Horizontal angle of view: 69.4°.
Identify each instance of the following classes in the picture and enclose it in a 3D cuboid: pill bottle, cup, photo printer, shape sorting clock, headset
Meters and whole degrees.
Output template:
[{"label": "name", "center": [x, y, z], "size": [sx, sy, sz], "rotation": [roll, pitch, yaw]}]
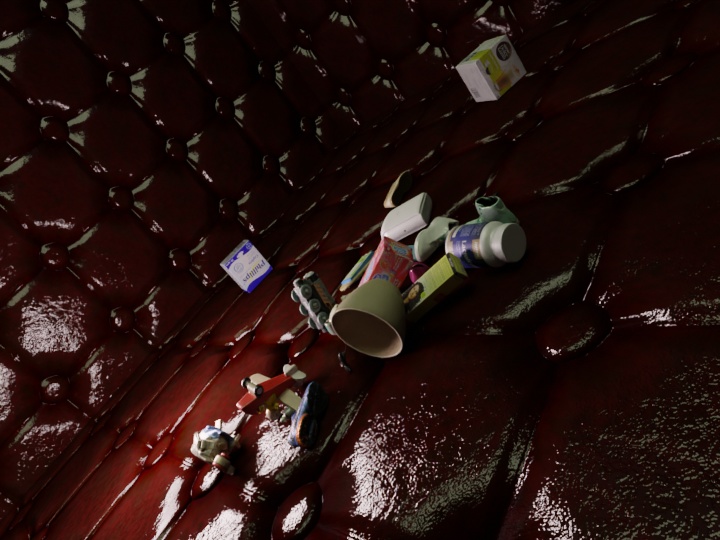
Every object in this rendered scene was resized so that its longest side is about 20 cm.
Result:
[{"label": "pill bottle", "center": [0.322, -0.066, 1.344], "size": [0.116, 0.116, 0.199], "rotation": [-49, 23, -23]}, {"label": "cup", "center": [0.039, 0.109, 1.357], "size": [0.198, 0.200, 0.145], "rotation": [-18, 35, 44]}, {"label": "photo printer", "center": [0.163, -0.187, 1.907], "size": [0.198, 0.070, 0.168], "rotation": [-27, 26, 32]}, {"label": "shape sorting clock", "center": [0.000, 0.000, 1.838], "size": [0.201, 0.039, 0.200], "rotation": [-49, 7, 8]}, {"label": "headset", "center": [0.006, 0.195, 1.475], "size": [0.122, 0.095, 0.199], "rotation": [-15, 18, 48]}]

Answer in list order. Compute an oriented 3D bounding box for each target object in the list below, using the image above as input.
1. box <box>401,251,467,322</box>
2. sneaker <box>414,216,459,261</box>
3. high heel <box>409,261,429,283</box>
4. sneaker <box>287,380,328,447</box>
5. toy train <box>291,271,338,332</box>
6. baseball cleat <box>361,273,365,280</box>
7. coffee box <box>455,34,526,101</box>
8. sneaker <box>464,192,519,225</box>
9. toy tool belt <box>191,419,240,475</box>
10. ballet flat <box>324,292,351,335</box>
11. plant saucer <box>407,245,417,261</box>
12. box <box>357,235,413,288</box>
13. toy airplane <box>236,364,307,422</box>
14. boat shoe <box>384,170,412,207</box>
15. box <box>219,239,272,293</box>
[{"label": "box", "center": [0.186, 0.047, 1.366], "size": [0.200, 0.050, 0.076], "rotation": [-45, 40, 26]}, {"label": "sneaker", "center": [0.241, -0.104, 1.623], "size": [0.087, 0.076, 0.201], "rotation": [5, 44, 40]}, {"label": "high heel", "center": [0.164, -0.006, 1.523], "size": [0.067, 0.097, 0.200], "rotation": [-38, 22, 4]}, {"label": "sneaker", "center": [-0.145, 0.373, 1.360], "size": [0.078, 0.076, 0.201], "rotation": [-31, 22, 32]}, {"label": "toy train", "center": [-0.144, 0.102, 1.718], "size": [0.114, 0.202, 0.085], "rotation": [-38, 11, -39]}, {"label": "baseball cleat", "center": [0.060, 0.030, 1.692], "size": [0.107, 0.070, 0.200], "rotation": [-47, 12, -1]}, {"label": "coffee box", "center": [0.602, -0.927, 2.398], "size": [0.197, 0.201, 0.200], "rotation": [-41, 21, -3]}, {"label": "sneaker", "center": [0.347, -0.160, 1.479], "size": [0.074, 0.119, 0.199], "rotation": [-51, 22, -24]}, {"label": "toy tool belt", "center": [-0.406, 0.496, 1.499], "size": [0.198, 0.125, 0.124], "rotation": [-8, 46, 53]}, {"label": "ballet flat", "center": [-0.049, 0.119, 1.691], "size": [0.067, 0.064, 0.201], "rotation": [-11, 36, 51]}, {"label": "plant saucer", "center": [0.150, -0.054, 1.748], "size": [0.070, 0.019, 0.199], "rotation": [-50, 24, -22]}, {"label": "box", "center": [0.070, 0.016, 1.532], "size": [0.096, 0.098, 0.202], "rotation": [-84, 19, -62]}, {"label": "toy airplane", "center": [-0.244, 0.359, 1.501], "size": [0.194, 0.145, 0.200], "rotation": [0, 16, -1]}, {"label": "boat shoe", "center": [0.158, -0.349, 2.222], "size": [0.064, 0.072, 0.201], "rotation": [-12, 37, 49]}, {"label": "box", "center": [-0.586, -0.022, 2.679], "size": [0.184, 0.201, 0.104], "rotation": [-48, 24, -19]}]
